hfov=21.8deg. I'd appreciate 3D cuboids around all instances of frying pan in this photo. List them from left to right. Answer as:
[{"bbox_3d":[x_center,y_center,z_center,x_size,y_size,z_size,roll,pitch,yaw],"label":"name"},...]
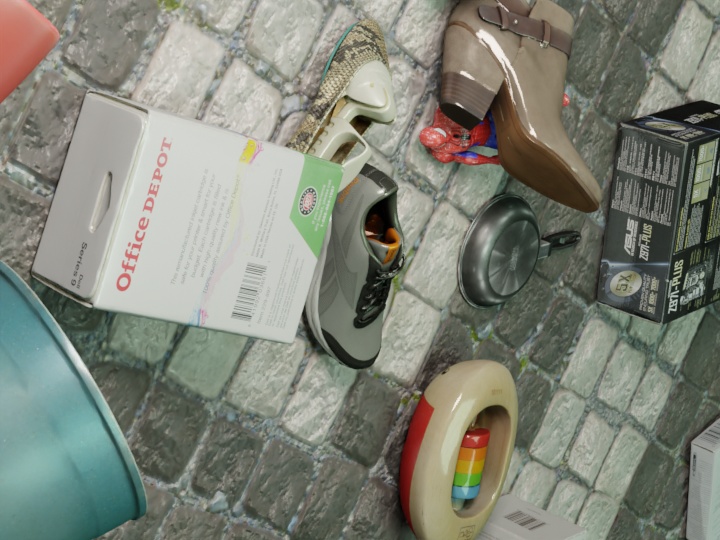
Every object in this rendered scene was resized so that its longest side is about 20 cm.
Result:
[{"bbox_3d":[0.158,-0.006,1.824,0.190,0.031,0.116,25,88,-51],"label":"frying pan"}]

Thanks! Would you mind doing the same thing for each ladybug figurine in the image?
[{"bbox_3d":[0.087,0.176,1.784,0.135,0.072,0.201,0,106,-52],"label":"ladybug figurine"}]

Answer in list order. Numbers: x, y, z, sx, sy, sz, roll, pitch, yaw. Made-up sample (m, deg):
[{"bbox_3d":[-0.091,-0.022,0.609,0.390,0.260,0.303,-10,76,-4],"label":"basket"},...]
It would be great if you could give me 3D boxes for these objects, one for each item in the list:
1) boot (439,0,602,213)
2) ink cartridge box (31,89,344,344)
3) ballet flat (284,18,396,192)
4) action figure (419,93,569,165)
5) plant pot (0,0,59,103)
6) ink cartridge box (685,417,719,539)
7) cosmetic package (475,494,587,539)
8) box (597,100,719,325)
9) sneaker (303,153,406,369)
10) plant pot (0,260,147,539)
[{"bbox_3d":[0.156,-0.162,1.647,0.200,0.070,0.147,36,62,-21],"label":"boot"},{"bbox_3d":[-0.125,-0.037,1.384,0.199,0.087,0.146,12,96,-47],"label":"ink cartridge box"},{"bbox_3d":[-0.015,-0.112,1.512,0.201,0.075,0.068,-58,139,-15],"label":"ballet flat"},{"bbox_3d":[0.120,-0.130,1.701,0.199,0.052,0.066,-12,120,-46],"label":"action figure"},{"bbox_3d":[-0.299,-0.121,1.071,0.178,0.200,0.200,-55,142,-3],"label":"plant pot"},{"bbox_3d":[0.474,0.256,2.335,0.199,0.040,0.201,-31,129,-40],"label":"ink cartridge box"},{"bbox_3d":[0.152,0.347,1.920,0.085,0.107,0.201,-12,118,-49],"label":"cosmetic package"},{"bbox_3d":[0.339,-0.063,1.971,0.163,0.086,0.201,-19,121,-46],"label":"box"},{"bbox_3d":[0.000,0.000,1.584,0.074,0.079,0.201,-33,132,-41],"label":"sneaker"},{"bbox_3d":[-0.271,0.125,1.226,0.187,0.200,0.201,-32,132,-19],"label":"plant pot"}]
